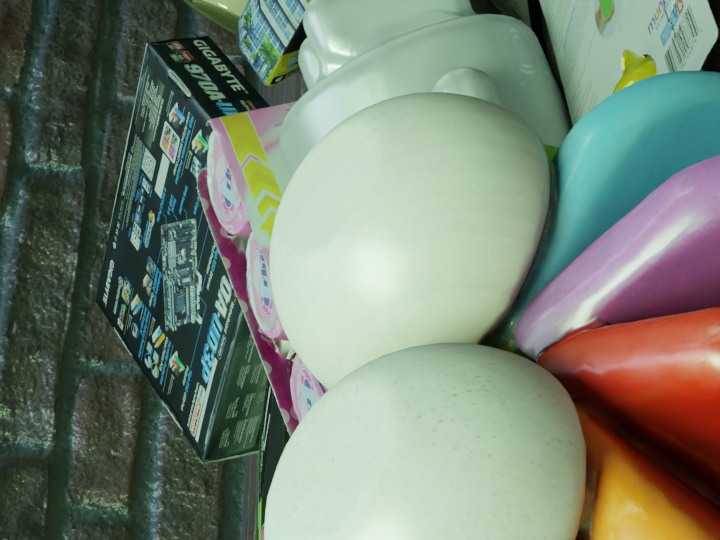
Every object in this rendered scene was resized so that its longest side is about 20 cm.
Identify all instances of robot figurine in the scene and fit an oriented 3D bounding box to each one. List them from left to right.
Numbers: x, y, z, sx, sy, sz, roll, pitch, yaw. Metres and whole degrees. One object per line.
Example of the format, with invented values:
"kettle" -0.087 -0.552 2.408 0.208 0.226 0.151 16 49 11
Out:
"robot figurine" 0.040 -0.020 0.709 0.170 0.112 0.202 98 150 -77

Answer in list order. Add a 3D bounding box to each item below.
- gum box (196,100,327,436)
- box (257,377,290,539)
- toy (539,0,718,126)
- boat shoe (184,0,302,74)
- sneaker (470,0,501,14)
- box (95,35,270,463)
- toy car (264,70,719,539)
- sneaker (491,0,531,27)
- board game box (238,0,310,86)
"gum box" 0.000 0.000 0.903 0.066 0.112 0.201 107 146 -54
"box" 0.009 0.119 0.972 0.201 0.123 0.150 -92 9 -50
"toy" 0.103 -0.116 0.664 0.116 0.047 0.202 108 162 -50
"boat shoe" -0.019 -0.139 0.954 0.069 0.074 0.200 -67 -24 -1
"sneaker" 0.072 -0.062 0.830 0.116 0.074 0.202 120 144 -63
"box" -0.092 -0.013 1.076 0.159 0.046 0.201 49 136 38
"toy car" 0.077 0.033 0.434 0.150 0.174 0.201 -37 36 31
"sneaker" 0.054 -0.152 0.959 0.079 0.078 0.202 138 135 -72
"board game box" 0.041 -0.194 0.802 0.062 0.199 0.200 51 150 8
